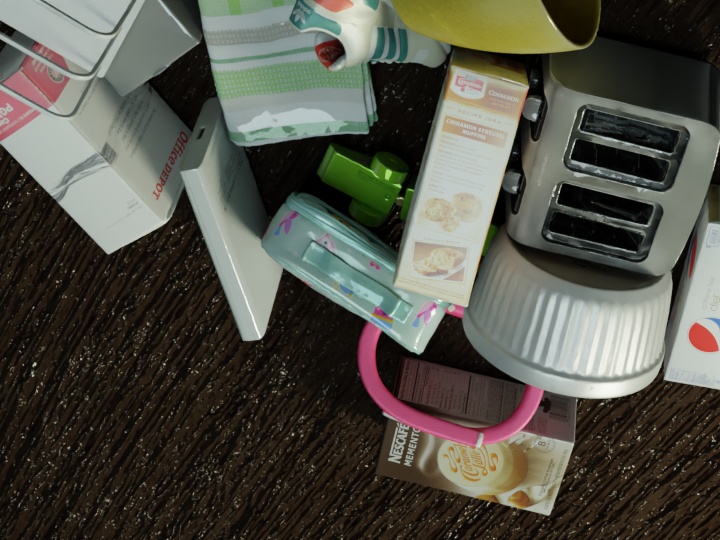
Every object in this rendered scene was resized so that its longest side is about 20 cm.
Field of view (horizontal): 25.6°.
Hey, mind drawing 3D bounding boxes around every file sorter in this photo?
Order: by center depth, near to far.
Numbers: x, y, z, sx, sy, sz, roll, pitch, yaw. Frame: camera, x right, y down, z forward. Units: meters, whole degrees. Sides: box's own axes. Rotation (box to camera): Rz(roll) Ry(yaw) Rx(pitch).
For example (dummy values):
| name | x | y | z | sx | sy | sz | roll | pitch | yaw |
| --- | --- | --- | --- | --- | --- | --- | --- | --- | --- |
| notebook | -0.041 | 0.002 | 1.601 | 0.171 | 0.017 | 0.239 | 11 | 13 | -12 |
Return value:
| name | x | y | z | sx | sy | sz | roll | pitch | yaw |
| --- | --- | --- | --- | --- | --- | --- | --- | --- | --- |
| file sorter | -0.250 | -0.249 | 1.335 | 0.138 | 0.125 | 0.201 | 29 | 124 | -11 |

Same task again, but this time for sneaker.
| name | x | y | z | sx | sy | sz | roll | pitch | yaw |
| --- | --- | --- | --- | --- | --- | --- | --- | --- | --- |
| sneaker | 0.005 | -0.213 | 1.394 | 0.093 | 0.070 | 0.199 | -46 | 151 | 10 |

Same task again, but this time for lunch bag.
| name | x | y | z | sx | sy | sz | roll | pitch | yaw |
| --- | --- | --- | --- | --- | --- | --- | --- | --- | --- |
| lunch bag | 0.000 | 0.000 | 1.542 | 0.199 | 0.160 | 0.078 | 32 | 91 | -2 |

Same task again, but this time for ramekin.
| name | x | y | z | sx | sy | sz | roll | pitch | yaw |
| --- | --- | --- | --- | --- | --- | --- | --- | --- | --- |
| ramekin | 0.203 | 0.023 | 1.513 | 0.198 | 0.201 | 0.106 | 12 | 119 | 2 |

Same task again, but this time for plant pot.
| name | x | y | z | sx | sy | sz | roll | pitch | yaw |
| --- | --- | --- | --- | --- | --- | --- | --- | --- | --- |
| plant pot | 0.099 | -0.267 | 1.320 | 0.141 | 0.201 | 0.201 | -12 | 124 | 27 |

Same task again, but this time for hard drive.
| name | x | y | z | sx | sy | sz | roll | pitch | yaw |
| --- | --- | --- | --- | --- | --- | --- | --- | --- | --- |
| hard drive | -0.124 | -0.051 | 1.556 | 0.026 | 0.133 | 0.202 | -7 | 125 | 15 |

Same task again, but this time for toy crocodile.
| name | x | y | z | sx | sy | sz | roll | pitch | yaw |
| --- | --- | --- | --- | --- | --- | --- | --- | --- | --- |
| toy crocodile | 0.053 | -0.071 | 1.557 | 0.198 | 0.062 | 0.068 | 22 | 118 | -1 |

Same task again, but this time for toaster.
| name | x | y | z | sx | sy | sz | roll | pitch | yaw |
| --- | --- | --- | --- | --- | --- | --- | --- | --- | --- |
| toaster | 0.236 | -0.107 | 1.453 | 0.197 | 0.119 | 0.182 | 14 | 129 | 0 |

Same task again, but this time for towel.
| name | x | y | z | sx | sy | sz | roll | pitch | yaw |
| --- | --- | --- | --- | --- | --- | --- | --- | --- | --- |
| towel | -0.067 | -0.196 | 1.458 | 0.147 | 0.031 | 0.201 | -8 | 139 | 2 |

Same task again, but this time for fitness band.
| name | x | y | z | sx | sy | sz | roll | pitch | yaw |
| --- | --- | --- | --- | --- | --- | --- | --- | --- | --- |
| fitness band | 0.093 | 0.099 | 1.633 | 0.198 | 0.037 | 0.145 | 19 | 86 | 0 |

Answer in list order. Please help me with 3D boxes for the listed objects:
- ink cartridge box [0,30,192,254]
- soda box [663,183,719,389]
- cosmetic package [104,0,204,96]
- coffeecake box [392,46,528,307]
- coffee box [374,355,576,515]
| name | x | y | z | sx | sy | sz | roll | pitch | yaw |
| --- | --- | --- | --- | --- | --- | --- | --- | --- | --- |
| ink cartridge box | -0.259 | -0.138 | 1.508 | 0.082 | 0.147 | 0.200 | -27 | 118 | 28 |
| soda box | 0.348 | 0.018 | 1.555 | 0.063 | 0.068 | 0.202 | 10 | 128 | 3 |
| cosmetic package | -0.236 | -0.272 | 1.445 | 0.106 | 0.091 | 0.200 | -27 | 120 | 26 |
| coffeecake box | 0.091 | -0.090 | 1.431 | 0.072 | 0.154 | 0.202 | 15 | 105 | 1 |
| coffee box | 0.124 | 0.179 | 1.711 | 0.197 | 0.080 | 0.115 | 13 | 127 | 2 |
